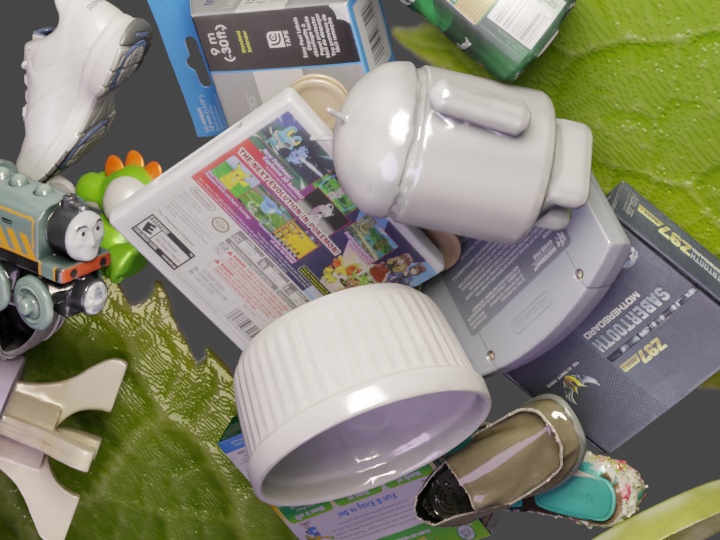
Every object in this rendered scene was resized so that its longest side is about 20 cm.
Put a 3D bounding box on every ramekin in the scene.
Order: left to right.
[{"bbox_3d":[-0.007,0.095,1.321,0.200,0.199,0.106,-44,59,40],"label":"ramekin"}]

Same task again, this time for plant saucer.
[{"bbox_3d":[0.248,0.223,1.415,0.200,0.199,0.031,-41,66,40],"label":"plant saucer"}]

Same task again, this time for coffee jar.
[{"bbox_3d":[0.053,-0.225,1.184,0.199,0.104,0.086,39,100,-7],"label":"coffee jar"}]

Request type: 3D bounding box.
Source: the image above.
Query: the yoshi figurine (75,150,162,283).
[{"bbox_3d":[-0.165,-0.023,1.433,0.199,0.113,0.113,21,161,33],"label":"yoshi figurine"}]

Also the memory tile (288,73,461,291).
[{"bbox_3d":[-0.004,-0.059,1.310,0.199,0.017,0.153,32,126,-19],"label":"memory tile"}]

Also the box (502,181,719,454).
[{"bbox_3d":[0.206,0.043,1.361,0.157,0.051,0.200,38,132,-8],"label":"box"}]

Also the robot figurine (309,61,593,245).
[{"bbox_3d":[0.065,-0.084,1.205,0.197,0.114,0.170,11,153,-10],"label":"robot figurine"}]

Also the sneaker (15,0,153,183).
[{"bbox_3d":[-0.246,-0.154,1.406,0.087,0.075,0.201,38,124,4],"label":"sneaker"}]

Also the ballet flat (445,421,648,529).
[{"bbox_3d":[0.163,0.179,1.467,0.199,0.064,0.077,18,106,40],"label":"ballet flat"}]

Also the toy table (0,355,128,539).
[{"bbox_3d":[-0.306,0.155,1.604,0.116,0.200,0.186,21,99,-6],"label":"toy table"}]

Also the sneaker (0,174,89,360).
[{"bbox_3d":[-0.293,-0.001,1.523,0.074,0.082,0.202,18,128,9],"label":"sneaker"}]

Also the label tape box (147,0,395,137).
[{"bbox_3d":[-0.072,-0.154,1.321,0.198,0.066,0.144,-2,126,22],"label":"label tape box"}]

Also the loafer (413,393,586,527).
[{"bbox_3d":[0.114,0.172,1.416,0.076,0.069,0.200,57,135,12],"label":"loafer"}]

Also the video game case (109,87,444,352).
[{"bbox_3d":[-0.063,-0.025,1.305,0.181,0.023,0.200,-31,122,21],"label":"video game case"}]

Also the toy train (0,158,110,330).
[{"bbox_3d":[-0.289,-0.028,1.408,0.199,0.085,0.115,20,120,35],"label":"toy train"}]

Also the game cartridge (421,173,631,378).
[{"bbox_3d":[0.126,-0.005,1.322,0.200,0.040,0.134,-46,56,41],"label":"game cartridge"}]

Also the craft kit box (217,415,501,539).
[{"bbox_3d":[-0.001,0.191,1.572,0.199,0.049,0.198,-24,111,36],"label":"craft kit box"}]
